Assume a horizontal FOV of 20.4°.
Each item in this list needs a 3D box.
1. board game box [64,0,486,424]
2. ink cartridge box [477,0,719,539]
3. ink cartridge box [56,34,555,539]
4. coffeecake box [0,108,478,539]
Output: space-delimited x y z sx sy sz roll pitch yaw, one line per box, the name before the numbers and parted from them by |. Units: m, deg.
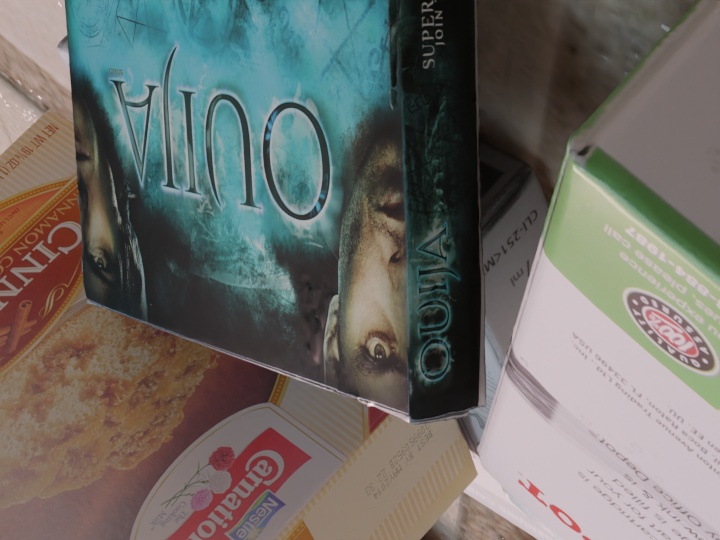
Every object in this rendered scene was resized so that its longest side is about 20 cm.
board game box | -0.031 -0.043 0.563 0.199 0.028 0.137 14 109 58
ink cartridge box | 0.111 0.033 0.444 0.146 0.084 0.200 40 163 12
ink cartridge box | 0.000 0.000 0.690 0.199 0.044 0.174 30 159 39
coffeecake box | -0.086 0.057 0.684 0.199 0.154 0.073 32 159 33
